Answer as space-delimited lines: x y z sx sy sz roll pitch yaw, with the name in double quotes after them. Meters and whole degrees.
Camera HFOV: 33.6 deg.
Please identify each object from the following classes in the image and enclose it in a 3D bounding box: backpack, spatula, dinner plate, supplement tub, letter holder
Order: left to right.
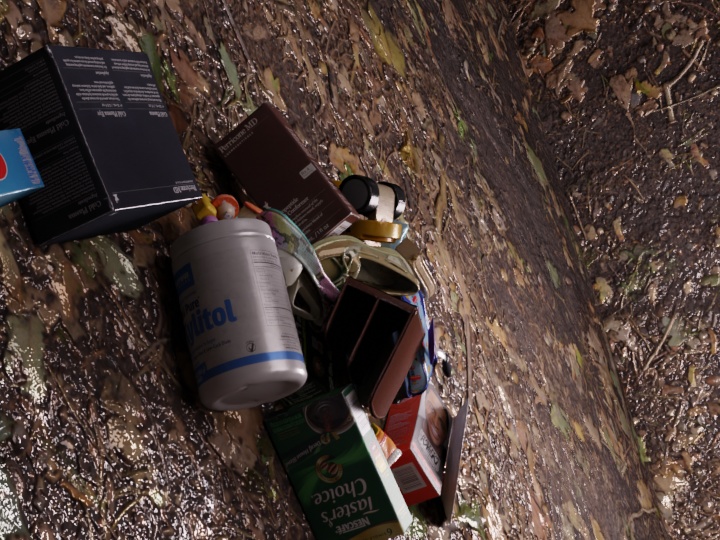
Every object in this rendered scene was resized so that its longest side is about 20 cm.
-0.146 0.054 1.418 0.132 0.131 0.201 20 50 -62 "supplement tub"
0.009 0.111 1.582 0.200 0.100 0.143 65 50 -76 "letter holder"
0.041 0.095 1.804 0.200 0.133 0.184 -46 124 -74 "backpack"
0.117 0.126 1.761 0.200 0.020 0.057 56 29 -65 "spatula"
0.151 0.305 1.924 0.200 0.024 0.202 10 90 -84 "dinner plate"

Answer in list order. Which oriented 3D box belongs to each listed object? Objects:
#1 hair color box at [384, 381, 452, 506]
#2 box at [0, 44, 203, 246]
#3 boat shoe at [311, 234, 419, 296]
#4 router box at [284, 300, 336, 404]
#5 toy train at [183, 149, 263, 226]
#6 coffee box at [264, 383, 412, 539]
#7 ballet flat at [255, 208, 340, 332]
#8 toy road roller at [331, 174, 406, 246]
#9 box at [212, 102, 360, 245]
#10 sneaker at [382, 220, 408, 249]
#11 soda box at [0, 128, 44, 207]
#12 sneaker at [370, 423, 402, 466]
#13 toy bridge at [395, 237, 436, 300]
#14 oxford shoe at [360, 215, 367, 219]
0.088 0.262 1.869 0.102 0.061 0.200 59 23 -22 "hair color box"
-0.289 -0.137 1.297 0.183 0.104 0.200 68 22 2 "box"
-0.001 0.002 1.643 0.200 0.073 0.063 11 28 -47 "boat shoe"
-0.099 0.068 1.608 0.150 0.062 0.201 43 32 -45 "router box"
-0.188 -0.097 1.502 0.150 0.056 0.200 50 8 28 "toy train"
-0.027 0.257 1.519 0.201 0.122 0.044 67 20 -5 "coffee box"
-0.081 0.009 1.528 0.200 0.069 0.071 57 49 -41 "ballet flat"
-0.036 -0.063 1.750 0.123 0.199 0.147 6 88 -62 "toy road roller"
-0.101 -0.122 1.645 0.200 0.100 0.075 51 6 10 "box"
0.054 0.016 1.932 0.074 0.081 0.202 -53 140 -64 "sneaker"
-0.378 -0.081 1.081 0.065 0.067 0.200 68 21 -2 "soda box"
-0.005 0.275 1.653 0.077 0.073 0.200 45 18 2 "sneaker"
0.085 0.010 1.808 0.067 0.027 0.200 44 -11 15 "toy bridge"
-0.024 -0.088 1.917 0.071 0.073 0.200 60 23 -19 "oxford shoe"
